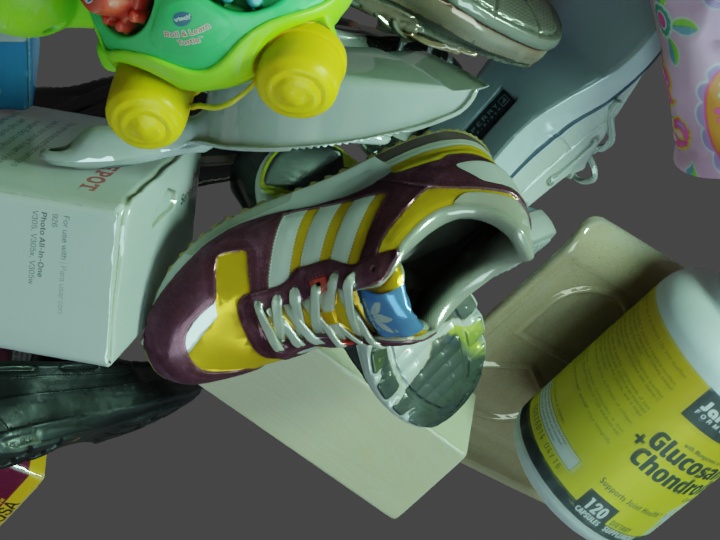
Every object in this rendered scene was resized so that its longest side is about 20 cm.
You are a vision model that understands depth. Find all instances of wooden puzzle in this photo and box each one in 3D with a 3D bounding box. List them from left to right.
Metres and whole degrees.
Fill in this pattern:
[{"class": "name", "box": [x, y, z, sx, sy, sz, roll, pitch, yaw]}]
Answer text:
[{"class": "wooden puzzle", "box": [0.148, 0.063, 1.122, 0.185, 0.046, 0.200, 28, 121, -27]}]

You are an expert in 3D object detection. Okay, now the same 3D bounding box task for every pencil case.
[{"class": "pencil case", "box": [0.185, -0.148, 0.862, 0.087, 0.088, 0.201, -13, 113, 7]}]

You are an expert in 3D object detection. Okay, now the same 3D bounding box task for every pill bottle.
[{"class": "pill bottle", "box": [0.195, 0.071, 1.031, 0.112, 0.112, 0.200, 29, 120, -28]}]

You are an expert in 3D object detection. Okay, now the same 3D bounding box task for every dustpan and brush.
[{"class": "dustpan and brush", "box": [-0.053, -0.075, 0.816, 0.199, 0.140, 0.058, 1, 105, -14]}]

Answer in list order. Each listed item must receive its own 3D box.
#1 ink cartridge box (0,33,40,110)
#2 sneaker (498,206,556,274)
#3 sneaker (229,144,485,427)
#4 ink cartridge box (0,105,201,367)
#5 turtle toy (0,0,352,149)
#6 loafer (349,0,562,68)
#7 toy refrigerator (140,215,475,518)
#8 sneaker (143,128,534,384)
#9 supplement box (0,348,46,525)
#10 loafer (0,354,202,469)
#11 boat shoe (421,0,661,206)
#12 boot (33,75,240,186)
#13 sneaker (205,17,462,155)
[{"class": "ink cartridge box", "box": [-0.232, -0.183, 0.829, 0.145, 0.086, 0.201, 2, 131, -7]}, {"class": "sneaker", "box": [0.022, -0.027, 1.009, 0.199, 0.082, 0.074, -12, 167, -25]}, {"class": "sneaker", "box": [0.000, 0.000, 0.927, 0.074, 0.085, 0.201, -39, 120, -11]}, {"class": "ink cartridge box", "box": [-0.194, -0.029, 0.856, 0.199, 0.145, 0.088, 8, 109, 7]}, {"class": "turtle toy", "box": [-0.085, -0.138, 0.764, 0.199, 0.146, 0.101, -9, 137, 20]}, {"class": "loafer", "box": [0.010, -0.158, 0.886, 0.199, 0.072, 0.063, 29, 127, -17]}, {"class": "toy refrigerator", "box": [-0.029, 0.060, 1.058, 0.200, 0.070, 0.076, 35, 123, -13]}, {"class": "sneaker", "box": [-0.013, 0.006, 0.815, 0.199, 0.090, 0.075, -31, 126, 3]}, {"class": "supplement box", "box": [-0.296, 0.073, 1.047, 0.199, 0.111, 0.086, 27, 126, -26]}, {"class": "loafer", "box": [-0.173, 0.071, 1.044, 0.068, 0.071, 0.200, -27, 170, 34]}, {"class": "boat shoe", "box": [0.107, -0.079, 0.949, 0.202, 0.075, 0.086, -46, 144, 4]}, {"class": "boot", "box": [-0.140, -0.033, 0.986, 0.198, 0.073, 0.151, -4, 132, 5]}, {"class": "sneaker", "box": [-0.021, -0.114, 0.933, 0.199, 0.080, 0.074, 18, 101, -39]}]
